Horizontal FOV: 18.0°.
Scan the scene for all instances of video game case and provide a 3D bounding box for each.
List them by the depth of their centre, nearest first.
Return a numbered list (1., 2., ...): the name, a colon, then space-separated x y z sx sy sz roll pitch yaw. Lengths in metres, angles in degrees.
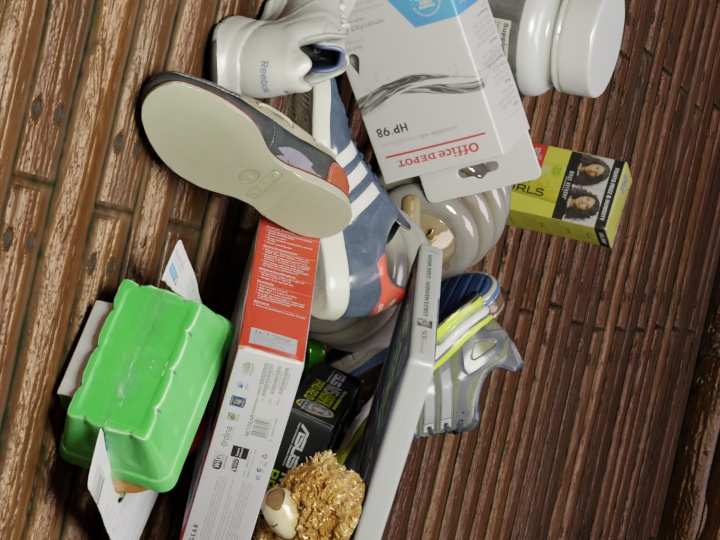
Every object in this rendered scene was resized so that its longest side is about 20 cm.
1. video game case: 0.024 0.107 1.710 0.182 0.023 0.201 -83 -172 -62

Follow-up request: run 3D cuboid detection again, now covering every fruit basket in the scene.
1. fruit basket: -0.152 0.096 1.599 0.200 0.093 0.187 96 14 -69

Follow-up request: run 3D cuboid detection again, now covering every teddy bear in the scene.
1. teddy bear: -0.066 0.225 1.669 0.146 0.066 0.201 -74 -169 -48

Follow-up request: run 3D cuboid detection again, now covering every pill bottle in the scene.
1. pill bottle: 0.115 -0.211 1.920 0.114 0.198 0.115 12 90 -71

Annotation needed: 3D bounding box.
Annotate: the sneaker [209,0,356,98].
1. sneaker: -0.040 -0.172 1.706 0.200 0.086 0.075 -52 147 -53

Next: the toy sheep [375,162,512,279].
1. toy sheep: 0.069 -0.064 2.008 0.201 0.137 0.139 -59 153 -42

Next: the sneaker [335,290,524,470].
1. sneaker: 0.052 0.114 1.857 0.200 0.081 0.074 -48 176 7

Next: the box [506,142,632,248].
1. box: 0.148 -0.081 2.114 0.050 0.198 0.076 57 50 -64

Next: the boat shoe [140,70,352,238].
1. boat shoe: -0.081 -0.092 1.613 0.199 0.071 0.063 31 36 -39

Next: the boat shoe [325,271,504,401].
1. boat shoe: 0.060 0.063 1.966 0.073 0.199 0.072 50 45 -15

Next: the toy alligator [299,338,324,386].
1. toy alligator: -0.050 0.141 1.930 0.054 0.059 0.202 -126 -145 -59

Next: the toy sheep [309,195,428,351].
1. toy sheep: 0.000 0.000 1.843 0.199 0.137 0.139 14 89 -53

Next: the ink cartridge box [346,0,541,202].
1. ink cartridge box: 0.061 -0.147 1.857 0.067 0.115 0.202 -44 117 -58

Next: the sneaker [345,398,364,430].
1. sneaker: -0.017 0.173 2.043 0.072 0.083 0.200 50 19 -9

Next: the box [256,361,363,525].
1. box: -0.063 0.186 1.815 0.160 0.044 0.201 -45 158 -77

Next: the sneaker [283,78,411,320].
1. sneaker: -0.008 -0.059 1.739 0.075 0.084 0.202 148 -61 -62

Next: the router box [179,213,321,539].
1. router box: -0.080 0.087 1.658 0.180 0.048 0.201 -84 -170 -57
